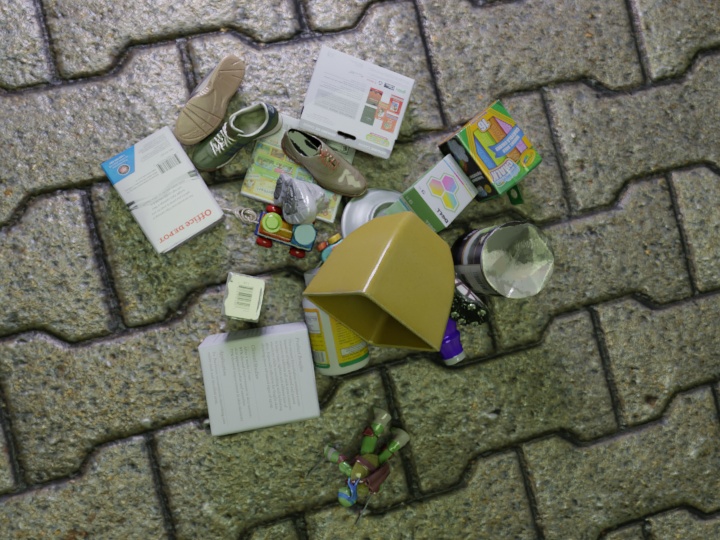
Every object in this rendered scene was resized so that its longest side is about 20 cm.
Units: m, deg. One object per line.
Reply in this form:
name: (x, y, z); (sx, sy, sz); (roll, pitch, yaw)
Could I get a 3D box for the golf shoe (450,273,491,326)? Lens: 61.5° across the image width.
golf shoe: (0.195, 0.044, 1.220); (0.200, 0.077, 0.088); (34, 43, -32)

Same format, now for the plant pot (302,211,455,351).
plant pot: (0.055, 0.008, 1.091); (0.194, 0.195, 0.201); (38, 67, -28)

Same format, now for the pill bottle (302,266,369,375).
pill bottle: (-0.053, 0.095, 1.197); (0.112, 0.113, 0.201); (-13, 99, -9)

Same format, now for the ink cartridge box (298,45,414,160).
ink cartridge box: (-0.014, -0.328, 1.230); (0.199, 0.084, 0.176); (19, 85, -8)

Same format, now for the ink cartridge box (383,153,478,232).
ink cartridge box: (0.147, -0.140, 1.224); (0.104, 0.059, 0.200); (51, 53, -6)

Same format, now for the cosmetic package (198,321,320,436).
cosmetic package: (-0.191, 0.199, 1.157); (0.199, 0.166, 0.168); (-8, 91, -8)

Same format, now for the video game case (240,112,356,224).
video game case: (-0.124, -0.212, 1.244); (0.199, 0.023, 0.183); (18, 87, -10)

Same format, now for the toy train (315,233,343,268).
toy train: (0.000, 0.000, 1.245); (0.199, 0.056, 0.151); (9, 88, -9)

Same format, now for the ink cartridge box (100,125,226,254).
ink cartridge box: (-0.375, -0.150, 1.170); (0.146, 0.084, 0.201); (-32, 95, -8)

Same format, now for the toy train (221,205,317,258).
toy train: (-0.181, -0.091, 1.185); (0.199, 0.116, 0.085); (18, 86, -9)

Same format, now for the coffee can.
coffee can: (0.277, -0.018, 1.218); (0.146, 0.200, 0.147); (0, 90, -10)

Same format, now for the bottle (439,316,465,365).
bottle: (0.156, 0.098, 1.260); (0.083, 0.065, 0.201); (-30, 96, -39)

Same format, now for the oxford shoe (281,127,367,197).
oxford shoe: (-0.072, -0.212, 1.199); (0.199, 0.075, 0.071); (31, 84, -5)

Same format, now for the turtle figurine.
turtle figurine: (-0.003, 0.386, 1.234); (0.144, 0.200, 0.194); (34, 63, 14)

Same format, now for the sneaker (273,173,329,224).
sneaker: (-0.099, -0.135, 1.143); (0.099, 0.200, 0.078); (9, 110, -22)

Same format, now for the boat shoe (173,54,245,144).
boat shoe: (-0.299, -0.334, 1.195); (0.072, 0.065, 0.201); (32, 86, -26)

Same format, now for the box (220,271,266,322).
box: (-0.218, 0.048, 1.136); (0.068, 0.200, 0.083); (11, 89, -9)

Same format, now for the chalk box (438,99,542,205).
chalk box: (0.281, -0.226, 1.259); (0.124, 0.125, 0.200); (-39, 97, -7)

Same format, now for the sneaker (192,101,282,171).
sneaker: (-0.249, -0.267, 1.176); (0.200, 0.090, 0.067); (-30, 85, 1)

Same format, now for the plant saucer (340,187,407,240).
plant saucer: (0.061, -0.085, 1.224); (0.199, 0.050, 0.201); (8, 68, -19)
